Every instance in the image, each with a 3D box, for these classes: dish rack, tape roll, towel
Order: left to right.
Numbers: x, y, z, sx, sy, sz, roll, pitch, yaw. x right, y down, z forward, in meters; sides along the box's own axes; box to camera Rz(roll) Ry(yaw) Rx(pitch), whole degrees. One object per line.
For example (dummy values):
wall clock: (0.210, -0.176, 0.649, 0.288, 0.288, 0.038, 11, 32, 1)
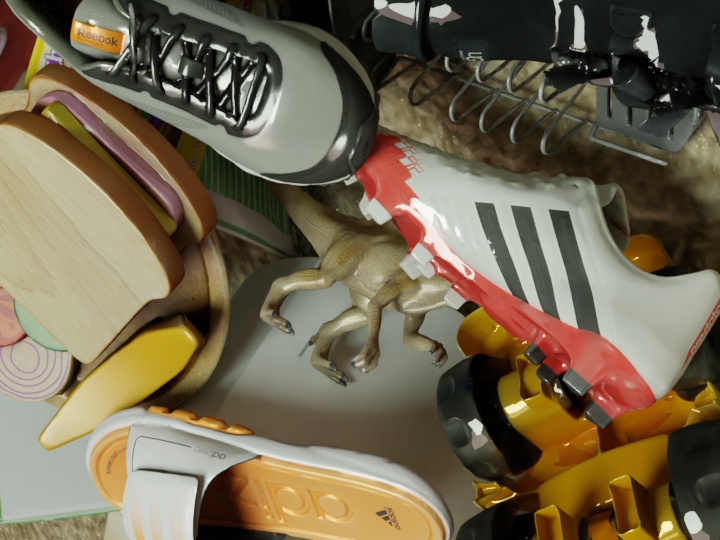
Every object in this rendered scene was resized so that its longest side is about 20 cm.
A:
towel: (-0.095, -0.104, 0.913, 0.152, 0.023, 0.201, 22, 139, 33)
tape roll: (-0.016, 0.110, 0.914, 0.202, 0.139, 0.203, 21, 142, 17)
dish rack: (0.056, -0.119, 0.707, 0.199, 0.055, 0.154, 22, 140, 31)

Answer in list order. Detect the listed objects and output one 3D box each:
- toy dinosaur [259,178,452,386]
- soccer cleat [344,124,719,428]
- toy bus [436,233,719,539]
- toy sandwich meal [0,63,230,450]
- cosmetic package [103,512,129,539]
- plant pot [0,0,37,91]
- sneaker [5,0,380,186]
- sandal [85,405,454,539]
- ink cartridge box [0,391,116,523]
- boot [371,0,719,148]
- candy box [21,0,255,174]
toy dinosaur: (0.000, 0.000, 0.825, 0.199, 0.101, 0.058, 25, 160, 37)
soccer cleat: (0.070, -0.017, 0.723, 0.200, 0.085, 0.069, 41, 172, 33)
toy bus: (0.143, 0.113, 0.774, 0.135, 0.201, 0.192, -28, 138, 25)
toy sandwich meal: (-0.150, 0.001, 0.814, 0.204, 0.070, 0.206, 12, 121, 21)
cosmetic package: (-0.121, 0.175, 1.183, 0.103, 0.073, 0.200, 37, 146, 14)
plant pot: (-0.275, -0.161, 0.917, 0.177, 0.201, 0.201, 31, 144, 5)
sneaker: (-0.080, -0.093, 0.741, 0.200, 0.079, 0.074, 29, 108, 23)
sandal: (-0.058, 0.115, 0.780, 0.206, 0.059, 0.079, 3, 132, 31)
ink cartridge box: (-0.210, 0.064, 1.006, 0.200, 0.083, 0.148, -178, 83, -67)
boot: (0.098, -0.150, 0.593, 0.162, 0.199, 0.073, 11, -178, 9)
candy box: (-0.109, -0.120, 0.818, 0.102, 0.026, 0.201, 28, 112, 18)
